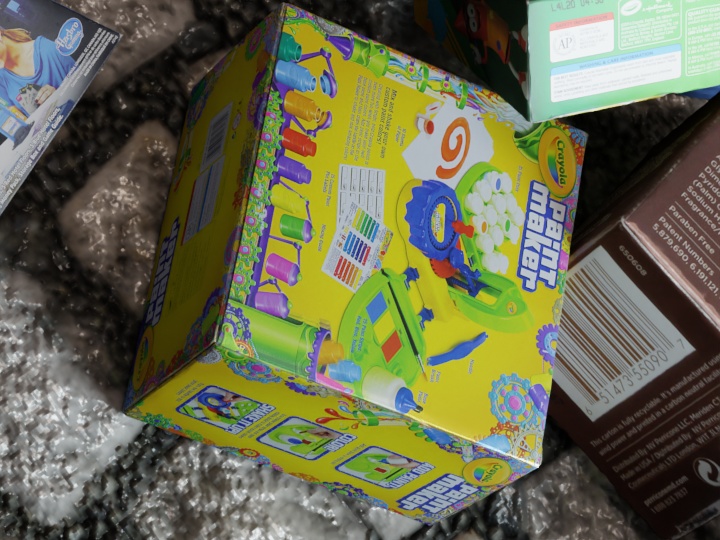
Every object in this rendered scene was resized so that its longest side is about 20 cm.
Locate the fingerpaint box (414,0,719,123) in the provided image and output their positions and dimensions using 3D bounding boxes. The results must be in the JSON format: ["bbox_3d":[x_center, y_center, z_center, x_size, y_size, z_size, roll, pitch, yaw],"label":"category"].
[{"bbox_3d":[0.148,-0.159,1.565,0.199,0.167,0.074,-12,117,-17],"label":"fingerpaint box"}]

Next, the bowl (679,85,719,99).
[{"bbox_3d":[0.206,-0.205,1.763,0.199,0.039,0.202,11,66,-26],"label":"bowl"}]

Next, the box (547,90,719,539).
[{"bbox_3d":[0.208,0.009,1.595,0.164,0.166,0.200,47,54,-1],"label":"box"}]

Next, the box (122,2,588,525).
[{"bbox_3d":[0.000,0.000,1.516,0.192,0.122,0.201,22,61,-20],"label":"box"}]

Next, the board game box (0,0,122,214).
[{"bbox_3d":[-0.255,-0.100,1.449,0.200,0.062,0.201,38,57,-10],"label":"board game box"}]
